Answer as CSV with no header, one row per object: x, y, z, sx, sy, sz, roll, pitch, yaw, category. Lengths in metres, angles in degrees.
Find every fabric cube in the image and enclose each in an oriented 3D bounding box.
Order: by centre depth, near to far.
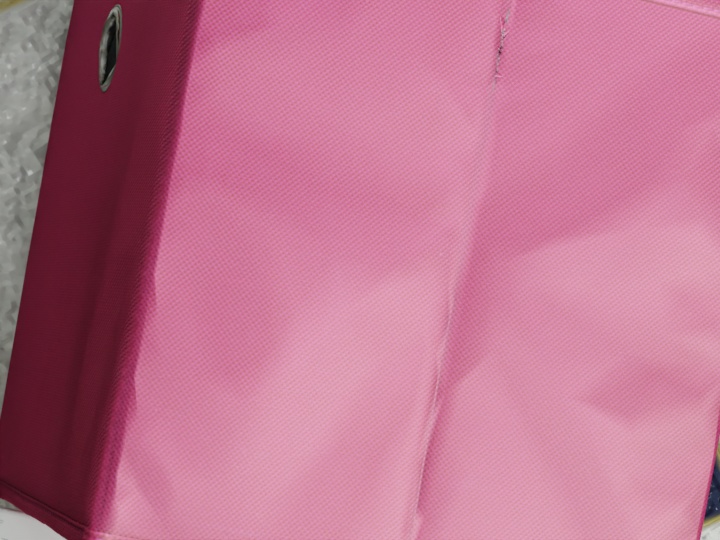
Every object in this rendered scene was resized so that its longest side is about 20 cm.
0.000,0.000,0.820,0.200,0.196,0.200,12,88,-17,fabric cube

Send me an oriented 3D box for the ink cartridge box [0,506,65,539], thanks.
-0.062,0.142,0.905,0.199,0.050,0.161,12,157,10,ink cartridge box
